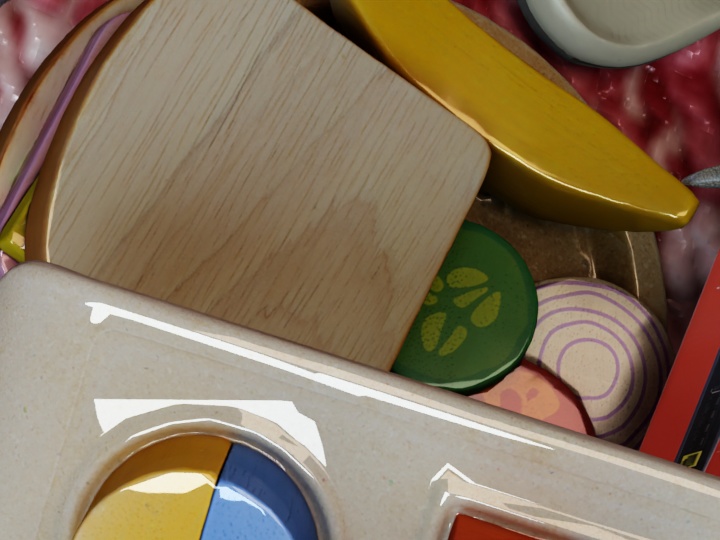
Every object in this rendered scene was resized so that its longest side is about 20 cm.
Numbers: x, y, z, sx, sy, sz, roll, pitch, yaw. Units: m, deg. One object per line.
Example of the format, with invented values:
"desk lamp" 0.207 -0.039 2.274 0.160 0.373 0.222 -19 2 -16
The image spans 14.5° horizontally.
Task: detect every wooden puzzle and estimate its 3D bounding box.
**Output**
"wooden puzzle" -0.012 0.114 0.611 0.199 0.046 0.186 19 104 5

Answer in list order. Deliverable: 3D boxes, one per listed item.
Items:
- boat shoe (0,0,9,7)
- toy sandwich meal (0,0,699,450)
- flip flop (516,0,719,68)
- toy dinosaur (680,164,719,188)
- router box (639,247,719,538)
"boat shoe" -0.149 0.000 0.703 0.065 0.072 0.200 42 72 -12
"toy sandwich meal" 0.000 0.000 0.752 0.205 0.070 0.206 4 77 -19
"flip flop" 0.131 -0.126 0.833 0.200 0.058 0.081 -31 89 -22
"toy dinosaur" 0.170 -0.049 0.833 0.199 0.077 0.103 -13 71 -17
"router box" 0.148 0.086 0.724 0.200 0.049 0.180 55 37 -23
